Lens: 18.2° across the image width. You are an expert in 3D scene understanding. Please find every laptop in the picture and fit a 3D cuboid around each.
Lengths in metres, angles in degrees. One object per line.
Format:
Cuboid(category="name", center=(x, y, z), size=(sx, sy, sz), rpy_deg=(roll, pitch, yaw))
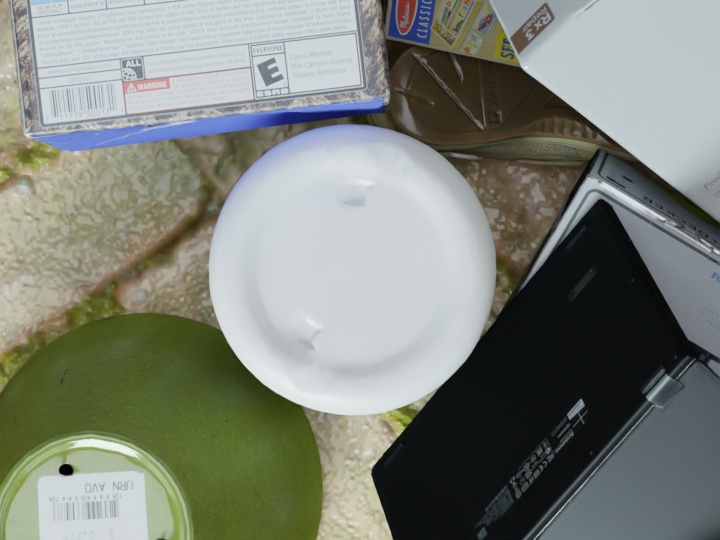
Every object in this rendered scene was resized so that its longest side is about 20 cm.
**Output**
Cuboid(category="laptop", center=(0.122, 0.111, 1.043), size=(0.115, 0.200, 0.188), rpy_deg=(27, 113, -30))

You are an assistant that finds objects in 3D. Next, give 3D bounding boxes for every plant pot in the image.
Cuboid(category="plant pot", center=(-0.117, 0.116, 1.091), size=(0.185, 0.200, 0.189), rpy_deg=(0, 90, 3))

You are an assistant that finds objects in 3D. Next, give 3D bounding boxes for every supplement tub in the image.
Cuboid(category="supplement tub", center=(0.000, 0.000, 1.087), size=(0.131, 0.200, 0.133), rpy_deg=(0, 90, 1))

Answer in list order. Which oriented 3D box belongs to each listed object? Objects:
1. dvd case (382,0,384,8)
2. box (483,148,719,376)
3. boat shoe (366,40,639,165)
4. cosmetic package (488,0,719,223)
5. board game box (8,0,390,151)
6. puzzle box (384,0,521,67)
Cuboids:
Cuboid(category="dvd case", center=(-0.009, -0.188, 1.118), size=(0.017, 0.143, 0.202), rpy_deg=(8, 90, -17))
Cuboid(category="box", center=(0.116, 0.056, 1.123), size=(0.116, 0.060, 0.201), rpy_deg=(29, 110, 3))
Cuboid(category="boat shoe", center=(0.102, -0.089, 1.153), size=(0.198, 0.064, 0.072), rpy_deg=(2, 83, -14))
Cuboid(category="cosmetic package", center=(0.160, -0.096, 1.038), size=(0.102, 0.074, 0.200), rpy_deg=(-41, 128, 18))
Cuboid(category="board game box", center=(-0.075, -0.163, 0.996), size=(0.158, 0.097, 0.202), rpy_deg=(-6, 90, 1))
Cuboid(category="puzzle box", center=(0.087, -0.183, 1.040), size=(0.132, 0.025, 0.201), rpy_deg=(12, 129, 6))
